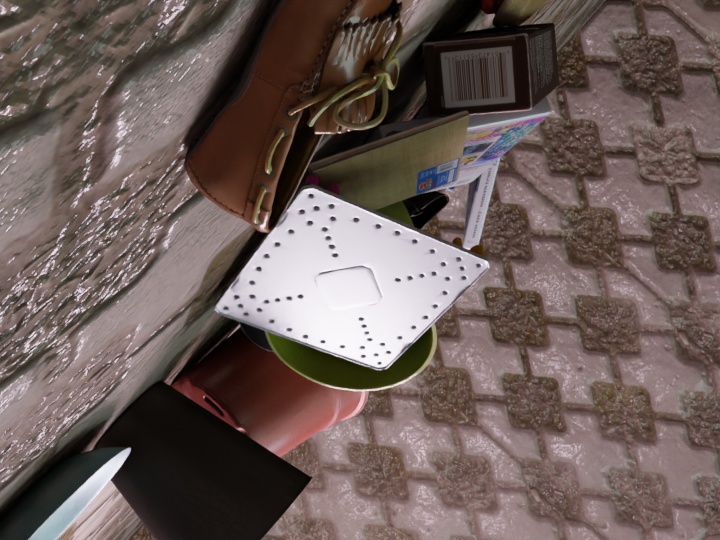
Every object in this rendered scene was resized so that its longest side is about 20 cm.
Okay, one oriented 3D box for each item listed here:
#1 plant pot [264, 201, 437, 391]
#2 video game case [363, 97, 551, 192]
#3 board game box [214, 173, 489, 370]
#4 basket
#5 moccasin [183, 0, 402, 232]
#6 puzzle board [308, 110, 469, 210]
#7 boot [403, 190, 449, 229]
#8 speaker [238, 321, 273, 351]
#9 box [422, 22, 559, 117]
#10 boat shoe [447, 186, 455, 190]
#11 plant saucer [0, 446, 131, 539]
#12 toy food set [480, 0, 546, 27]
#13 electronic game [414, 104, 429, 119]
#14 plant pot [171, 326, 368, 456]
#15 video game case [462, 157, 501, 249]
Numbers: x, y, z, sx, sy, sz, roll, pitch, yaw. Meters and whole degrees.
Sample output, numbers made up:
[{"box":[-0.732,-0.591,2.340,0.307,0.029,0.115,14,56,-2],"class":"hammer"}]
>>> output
[{"box":[0.000,0.000,1.149,0.187,0.187,0.200,-50,-160,39],"class":"plant pot"},{"box":[0.074,-0.119,1.063,0.199,0.024,0.182,-14,167,-26],"class":"video game case"},{"box":[-0.011,0.008,0.981,0.200,0.199,0.026,-48,-150,41],"class":"board game box"},{"box":[-0.187,0.233,1.128,0.180,0.200,0.136,-49,177,-7],"class":"basket"},{"box":[-0.018,-0.095,0.506,0.201,0.078,0.074,-50,177,32],"class":"moccasin"},{"box":[0.028,-0.098,0.991,0.150,0.017,0.200,-20,169,-2],"class":"puzzle board"},{"box":[0.081,-0.103,1.384,0.200,0.072,0.166,-40,-156,-15],"class":"boot"},{"box":[-0.067,0.015,1.248,0.081,0.081,0.200,-51,177,41],"class":"speaker"},{"box":[0.134,-0.201,1.002,0.100,0.075,0.200,-2,-166,18],"class":"box"},{"box":[0.121,-0.149,1.288,0.084,0.069,0.200,-42,176,19],"class":"boat shoe"},{"box":[-0.307,0.236,0.986,0.201,0.039,0.201,-47,177,-3],"class":"plant saucer"},{"box":[0.186,-0.313,0.971,0.198,0.049,0.200,-48,178,3],"class":"toy food set"},{"box":[0.124,-0.221,1.332,0.200,0.042,0.200,-48,177,-4],"class":"electronic game"},{"box":[-0.126,0.156,1.293,0.195,0.201,0.201,-35,170,-40],"class":"plant pot"},{"box":[0.168,-0.150,1.338,0.200,0.023,0.182,-73,175,-61],"class":"video game case"}]
